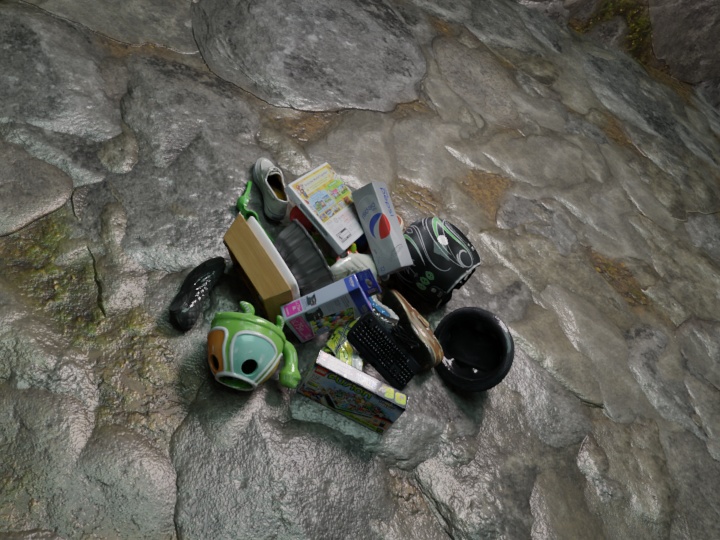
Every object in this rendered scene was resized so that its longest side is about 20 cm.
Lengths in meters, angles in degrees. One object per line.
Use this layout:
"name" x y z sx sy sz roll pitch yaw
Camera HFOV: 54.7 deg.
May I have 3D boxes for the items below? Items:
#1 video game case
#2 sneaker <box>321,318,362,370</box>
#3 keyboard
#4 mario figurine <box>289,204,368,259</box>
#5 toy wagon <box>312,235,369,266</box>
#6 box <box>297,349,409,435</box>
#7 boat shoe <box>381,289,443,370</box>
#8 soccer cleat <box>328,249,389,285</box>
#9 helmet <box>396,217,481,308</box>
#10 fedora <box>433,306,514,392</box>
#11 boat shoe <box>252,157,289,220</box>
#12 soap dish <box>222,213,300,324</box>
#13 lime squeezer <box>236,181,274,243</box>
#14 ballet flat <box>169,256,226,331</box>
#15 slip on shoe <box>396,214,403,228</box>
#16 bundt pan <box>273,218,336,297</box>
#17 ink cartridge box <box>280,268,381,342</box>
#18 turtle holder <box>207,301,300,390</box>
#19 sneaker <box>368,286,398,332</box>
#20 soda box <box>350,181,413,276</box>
"video game case" -0.063 -0.142 1.548 0.183 0.023 0.200 49 32 -2
"sneaker" -0.039 0.149 1.453 0.075 0.076 0.203 14 45 -20
"keyboard" 0.062 0.161 1.434 0.105 0.039 0.200 -51 123 -13
"mario figurine" -0.079 -0.096 1.605 0.197 0.108 0.123 19 7 -29
"toy wagon" -0.045 -0.057 1.655 0.197 0.040 0.157 28 43 -5
"box" -0.015 0.240 1.360 0.197 0.111 0.035 28 43 -6
"boat shoe" 0.118 0.135 1.568 0.073 0.076 0.202 -6 58 -47
"soccer cleat" 0.000 0.000 1.546 0.198 0.069 0.079 -13 69 -54
"helmet" 0.170 -0.029 1.655 0.191 0.201 0.199 46 44 13
"fedora" 0.260 0.184 1.573 0.091 0.199 0.203 35 26 -57
"boat shoe" -0.209 -0.213 1.664 0.070 0.070 0.202 8 44 -28
"soap dish" -0.202 0.004 1.428 0.080 0.158 0.201 -31 69 -14
"lime squeezer" -0.250 -0.132 1.609 0.070 0.037 0.202 27 31 -58
"ballet flat" -0.326 0.040 1.403 0.065 0.058 0.201 -4 36 24
"slip on shoe" 0.062 -0.107 1.699 0.062 0.074 0.200 51 17 -12
"bundt pan" -0.120 -0.003 1.465 0.075 0.203 0.203 -31 68 -10
"ink cartridge box" -0.053 0.072 1.406 0.197 0.120 0.042 -26 60 1
"turtle holder" -0.209 0.158 1.317 0.186 0.138 0.134 48 43 -47
"sneaker" 0.005 0.093 1.533 0.074 0.088 0.200 9 25 -33
"soda box" 0.049 -0.094 1.566 0.068 0.063 0.204 -9 79 -60
